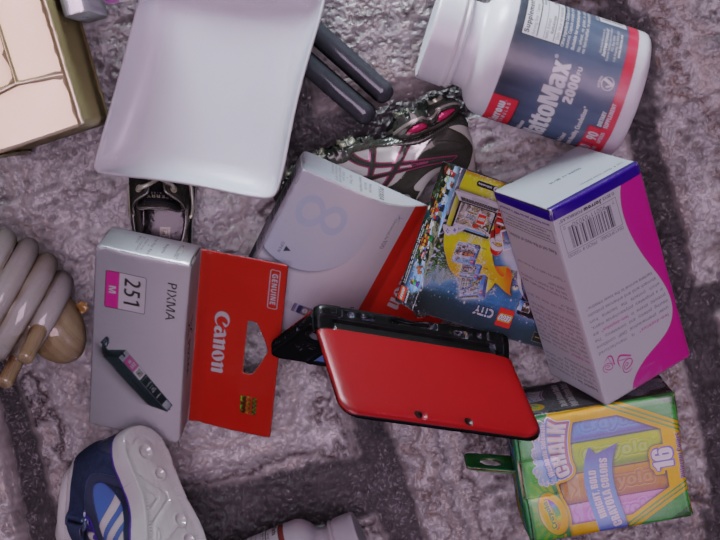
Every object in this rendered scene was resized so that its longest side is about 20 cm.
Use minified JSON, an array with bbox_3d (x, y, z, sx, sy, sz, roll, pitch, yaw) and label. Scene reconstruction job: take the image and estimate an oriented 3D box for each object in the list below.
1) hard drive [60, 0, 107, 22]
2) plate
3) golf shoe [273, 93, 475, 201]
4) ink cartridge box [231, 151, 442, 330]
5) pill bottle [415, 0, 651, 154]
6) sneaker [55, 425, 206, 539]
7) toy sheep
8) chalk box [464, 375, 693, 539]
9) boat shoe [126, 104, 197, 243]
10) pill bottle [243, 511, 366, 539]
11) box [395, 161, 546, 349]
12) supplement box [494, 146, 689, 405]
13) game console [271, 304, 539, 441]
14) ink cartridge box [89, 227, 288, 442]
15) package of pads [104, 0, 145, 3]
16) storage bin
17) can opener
[{"bbox_3d":[-0.277,-0.330,1.547,0.026,0.132,0.202,-14,96,1],"label":"hard drive"},{"bbox_3d":[-0.134,-0.169,1.553,0.198,0.032,0.202,9,80,27],"label":"plate"},{"bbox_3d":[0.014,-0.093,1.601,0.199,0.077,0.089,-23,100,2],"label":"golf shoe"},{"bbox_3d":[0.000,0.000,1.585,0.199,0.047,0.161,24,115,-11],"label":"ink cartridge box"},{"bbox_3d":[0.157,-0.191,1.564,0.198,0.120,0.121,17,96,-3],"label":"pill bottle"},{"bbox_3d":[-0.224,0.259,1.607,0.146,0.080,0.202,-34,68,40],"label":"sneaker"},{"bbox_3d":[-0.344,0.024,1.584,0.199,0.138,0.138,34,95,-15],"label":"toy sheep"},{"bbox_3d":[0.199,0.177,1.601,0.198,0.124,0.125,-10,98,2],"label":"chalk box"},{"bbox_3d":[-0.186,-0.072,1.607,0.070,0.064,0.202,-3,96,0],"label":"boat shoe"},{"bbox_3d":[-0.084,0.307,1.622,0.198,0.112,0.113,-22,95,3],"label":"pill bottle"},{"bbox_3d":[0.143,-0.007,1.584,0.199,0.038,0.138,17,96,-29],"label":"box"},{"bbox_3d":[0.212,0.004,1.540,0.101,0.103,0.201,-27,113,-18],"label":"supplement box"},{"bbox_3d":[0.036,0.108,1.531,0.198,0.172,0.120,11,66,-24],"label":"game console"},{"bbox_3d":[-0.164,0.071,1.586,0.172,0.044,0.202,12,120,7],"label":"ink cartridge box"},{"bbox_3d":[-0.227,-0.351,1.533,0.075,0.121,0.202,-12,85,-6],"label":"package of pads"},{"bbox_3d":[-0.307,-0.210,1.525,0.093,0.200,0.200,-17,96,1],"label":"storage bin"},{"bbox_3d":[-0.056,-0.218,1.589,0.200,0.067,0.053,41,93,3],"label":"can opener"}]
